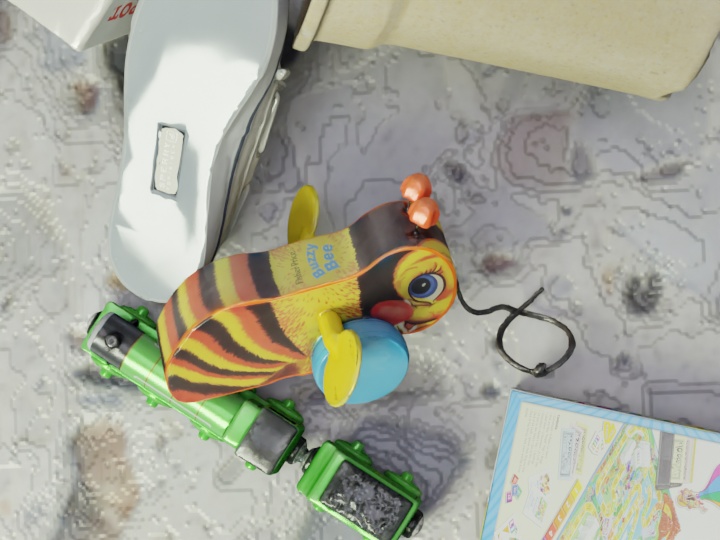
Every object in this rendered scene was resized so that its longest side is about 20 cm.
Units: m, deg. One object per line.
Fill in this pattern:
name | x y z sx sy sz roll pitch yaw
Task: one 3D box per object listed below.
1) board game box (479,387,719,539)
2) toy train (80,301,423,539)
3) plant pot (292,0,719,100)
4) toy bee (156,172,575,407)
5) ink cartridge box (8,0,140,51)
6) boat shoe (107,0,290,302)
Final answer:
board game box | 0.120 0.169 1.082 0.134 0.034 0.200 12 89 6
toy train | -0.055 0.077 1.092 0.200 0.056 0.042 32 91 6
plant pot | 0.085 -0.170 1.033 0.183 0.200 0.201 19 90 -5
toy bee | 0.000 0.000 1.048 0.200 0.109 0.131 -22 47 -25
ink cartridge box | -0.089 -0.213 1.034 0.084 0.144 0.200 38 113 5
boat shoe | -0.068 -0.086 1.068 0.074 0.086 0.202 18 118 12
